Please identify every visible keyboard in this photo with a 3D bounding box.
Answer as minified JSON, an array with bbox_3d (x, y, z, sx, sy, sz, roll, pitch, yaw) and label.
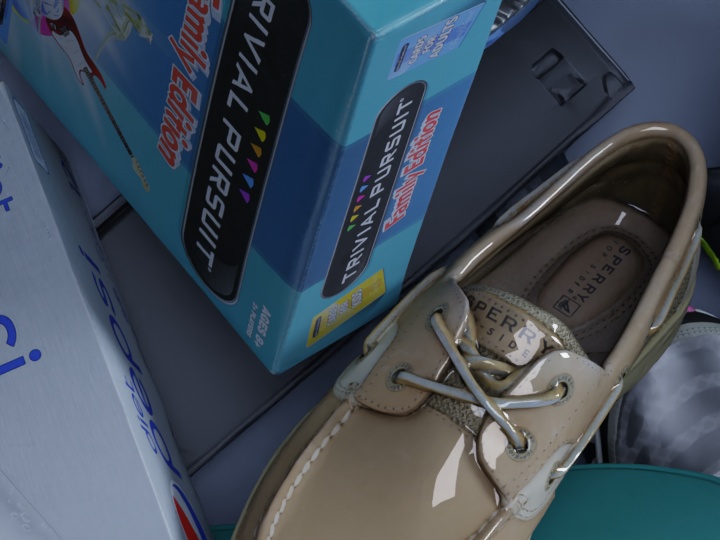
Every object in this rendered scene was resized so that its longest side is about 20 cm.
[{"bbox_3d":[0.000,0.000,0.835,0.200,0.021,0.127,-41,86,-6],"label":"keyboard"}]

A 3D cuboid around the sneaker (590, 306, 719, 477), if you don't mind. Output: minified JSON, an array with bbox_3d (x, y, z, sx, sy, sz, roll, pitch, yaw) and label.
[{"bbox_3d":[0.126,0.104,0.809,0.073,0.087,0.201,-19,90,-8],"label":"sneaker"}]

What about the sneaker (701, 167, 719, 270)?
[{"bbox_3d":[0.165,-0.071,0.832,0.083,0.072,0.200,36,83,-2],"label":"sneaker"}]

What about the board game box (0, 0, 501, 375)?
[{"bbox_3d":[-0.055,-0.092,0.734,0.047,0.151,0.200,-30,68,-27],"label":"board game box"}]

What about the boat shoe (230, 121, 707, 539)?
[{"bbox_3d":[0.029,0.030,0.748,0.071,0.065,0.200,30,51,12],"label":"boat shoe"}]

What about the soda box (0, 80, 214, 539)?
[{"bbox_3d":[-0.086,0.055,0.760,0.068,0.063,0.201,-24,67,4],"label":"soda box"}]

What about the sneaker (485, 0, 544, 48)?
[{"bbox_3d":[0.045,-0.111,0.809,0.200,0.078,0.075,-35,87,-33],"label":"sneaker"}]

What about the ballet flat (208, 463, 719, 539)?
[{"bbox_3d":[0.022,0.098,0.796,0.199,0.067,0.067,-7,131,10],"label":"ballet flat"}]
